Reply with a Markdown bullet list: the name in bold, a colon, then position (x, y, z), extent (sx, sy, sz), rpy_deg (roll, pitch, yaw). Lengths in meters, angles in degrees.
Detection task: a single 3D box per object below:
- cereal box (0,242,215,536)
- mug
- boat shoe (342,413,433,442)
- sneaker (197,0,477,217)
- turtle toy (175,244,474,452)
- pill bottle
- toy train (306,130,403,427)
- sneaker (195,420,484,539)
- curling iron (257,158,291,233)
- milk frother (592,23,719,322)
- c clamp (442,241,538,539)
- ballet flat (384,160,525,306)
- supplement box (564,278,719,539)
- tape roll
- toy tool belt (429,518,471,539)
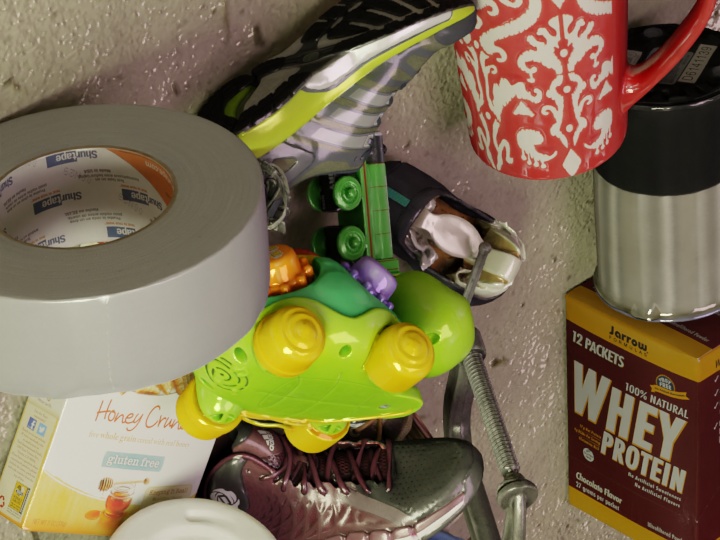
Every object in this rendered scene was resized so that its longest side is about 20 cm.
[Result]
- **cereal box**: position (-0.138, 0.067, 1.564), extent (0.144, 0.039, 0.200), rpy_deg (10, 103, -50)
- **mug**: position (0.133, -0.161, 1.638), extent (0.133, 0.177, 0.200), rpy_deg (-42, 141, -33)
- **boat shoe**: position (0.005, 0.094, 1.701), extent (0.072, 0.072, 0.200), rpy_deg (-62, 144, -23)
- **sneaker**: position (-0.010, -0.110, 1.567), extent (0.200, 0.074, 0.081), rpy_deg (-33, 126, -12)
- **turtle toy**: position (-0.018, 0.041, 1.538), extent (0.200, 0.146, 0.101), rpy_deg (8, 62, -29)
- **pill bottle**: position (-0.115, 0.250, 1.604), extent (0.120, 0.120, 0.200), rpy_deg (-31, 150, -33)
- **toy train**: position (0.000, 0.000, 1.628), extent (0.056, 0.042, 0.201), rpy_deg (-6, 93, -37)
- **sneaker**: position (-0.028, 0.132, 1.631), extent (0.200, 0.076, 0.116), rpy_deg (-20, 128, 17)
- **curling iron**: position (-0.119, 0.003, 1.488), extent (0.200, 0.050, 0.026), rpy_deg (-39, 160, -13)
- **milk frother**: position (0.274, -0.072, 1.818), extent (0.180, 0.200, 0.189), rpy_deg (-36, 134, -35)
- **c clamp**: position (0.081, 0.112, 1.675), extent (0.027, 0.200, 0.171), rpy_deg (-4, 143, -16)
- **ballet flat**: position (0.068, -0.015, 1.724), extent (0.200, 0.073, 0.073), rpy_deg (33, 85, -51)
- **supplement box**: position (0.272, 0.085, 1.953), extent (0.197, 0.133, 0.200), rpy_deg (-29, 130, -34)
- **tape roll**: position (-0.149, -0.014, 1.379), extent (0.200, 0.200, 0.066), rpy_deg (-31, 133, -33)
- **toy tool belt**: position (0.054, 0.221, 1.799), extent (0.200, 0.125, 0.123), rpy_deg (15, 107, -51)
